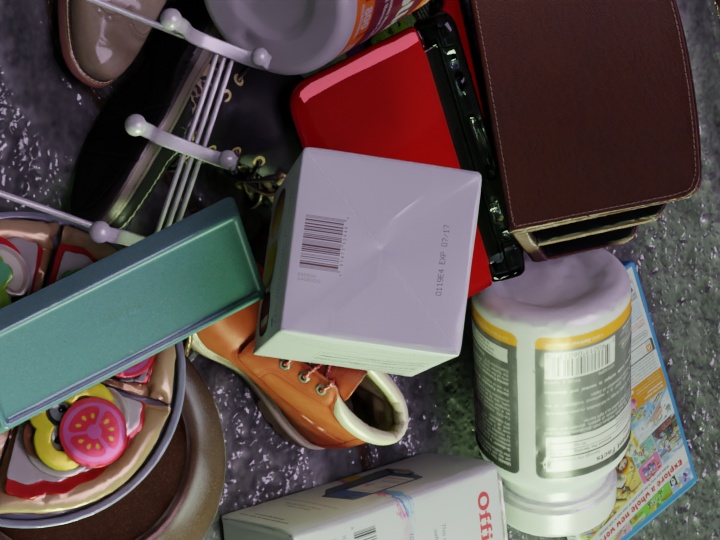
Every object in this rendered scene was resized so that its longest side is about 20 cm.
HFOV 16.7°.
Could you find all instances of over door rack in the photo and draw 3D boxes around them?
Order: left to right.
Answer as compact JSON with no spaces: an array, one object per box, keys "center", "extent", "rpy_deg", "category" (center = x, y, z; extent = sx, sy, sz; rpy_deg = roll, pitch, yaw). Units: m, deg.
[{"center":[-0.166,-0.097,1.488],"extent":[0.199,0.067,0.149],"rpy_deg":[19,87,-13],"category":"over door rack"}]

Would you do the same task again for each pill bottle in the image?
[{"center":[-0.006,-0.211,1.603],"extent":[0.200,0.114,0.115],"rpy_deg":[-37,117,-50],"category":"pill bottle"},{"center":[0.139,0.087,1.780],"extent":[0.116,0.116,0.201],"rpy_deg":[-32,132,-36],"category":"pill bottle"}]

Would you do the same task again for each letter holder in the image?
[{"center":[0.163,-0.125,1.701],"extent":[0.101,0.141,0.201],"rpy_deg":[40,39,-72],"category":"letter holder"}]

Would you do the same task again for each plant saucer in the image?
[{"center":[-0.179,0.109,1.504],"extent":[0.199,0.032,0.201],"rpy_deg":[4,70,-12],"category":"plant saucer"},{"center":[-0.145,0.028,1.465],"extent":[0.199,0.019,0.070],"rpy_deg":[-28,112,-25],"category":"plant saucer"}]

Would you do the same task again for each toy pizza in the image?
[{"center":[-0.203,0.056,1.482],"extent":[0.199,0.032,0.201],"rpy_deg":[5,70,-13],"category":"toy pizza"}]

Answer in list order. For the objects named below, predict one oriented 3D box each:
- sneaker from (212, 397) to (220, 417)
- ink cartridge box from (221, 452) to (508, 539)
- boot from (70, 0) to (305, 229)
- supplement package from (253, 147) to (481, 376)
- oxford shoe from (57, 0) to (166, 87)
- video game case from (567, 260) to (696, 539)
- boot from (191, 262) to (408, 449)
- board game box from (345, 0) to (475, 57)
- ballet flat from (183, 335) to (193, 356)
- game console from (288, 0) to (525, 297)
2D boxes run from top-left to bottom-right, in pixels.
[{"center":[-0.139,0.174,1.597],"extent":[0.082,0.078,0.201],"rpy_deg":[26,83,-47],"category":"sneaker"},{"center":[0.009,0.222,1.716],"extent":[0.199,0.087,0.146],"rpy_deg":[-14,103,-39],"category":"ink cartridge box"},{"center":[-0.094,-0.078,1.616],"extent":[0.151,0.073,0.201],"rpy_deg":[44,59,-35],"category":"boot"},{"center":[0.000,0.000,1.515],"extent":[0.109,0.200,0.115],"rpy_deg":[8,82,-6],"category":"supplement package"},{"center":[-0.135,-0.213,1.563],"extent":[0.070,0.075,0.201],"rpy_deg":[25,77,-41],"category":"oxford shoe"},{"center":[0.192,0.113,1.919],"extent":[0.143,0.018,0.201],"rpy_deg":[-33,114,-36],"category":"video game case"},{"center":[-0.046,0.048,1.643],"extent":[0.200,0.107,0.075],"rpy_deg":[47,66,-31],"category":"boot"},{"center":[0.068,-0.128,1.785],"extent":[0.120,0.032,0.201],"rpy_deg":[-45,122,-25],"category":"board game box"},{"center":[-0.173,0.096,1.558],"extent":[0.071,0.065,0.201],"rpy_deg":[46,64,-36],"category":"ballet flat"},{"center":[0.035,-0.083,1.699],"extent":[0.173,0.118,0.201],"rpy_deg":[-86,160,-63],"category":"game console"}]
